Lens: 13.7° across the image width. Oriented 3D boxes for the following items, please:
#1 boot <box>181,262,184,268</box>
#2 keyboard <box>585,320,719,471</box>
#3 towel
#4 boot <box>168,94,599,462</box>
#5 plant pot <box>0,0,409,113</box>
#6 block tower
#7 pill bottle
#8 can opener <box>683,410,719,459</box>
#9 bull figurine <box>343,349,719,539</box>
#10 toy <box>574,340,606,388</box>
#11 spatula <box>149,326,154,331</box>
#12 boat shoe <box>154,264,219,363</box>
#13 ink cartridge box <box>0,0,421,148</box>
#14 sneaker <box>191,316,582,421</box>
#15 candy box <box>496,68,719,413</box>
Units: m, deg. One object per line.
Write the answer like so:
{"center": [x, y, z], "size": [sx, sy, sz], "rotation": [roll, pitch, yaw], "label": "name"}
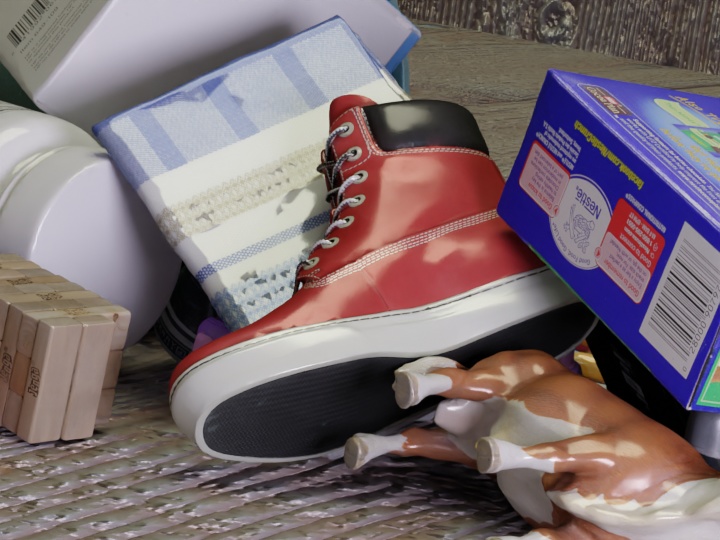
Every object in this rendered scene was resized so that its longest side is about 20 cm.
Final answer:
{"center": [-0.095, -0.016, 1.572], "size": [0.200, 0.070, 0.132], "rotation": [14, 12, 25], "label": "boot"}
{"center": [0.136, 0.033, 1.378], "size": [0.040, 0.104, 0.200], "rotation": [-26, 14, -4], "label": "keyboard"}
{"center": [-0.010, -0.017, 1.342], "size": [0.147, 0.024, 0.200], "rotation": [-26, 65, -25], "label": "towel"}
{"center": [-0.014, -0.005, 1.280], "size": [0.200, 0.072, 0.144], "rotation": [-18, 60, -28], "label": "boot"}
{"center": [-0.102, -0.106, 1.784], "size": [0.196, 0.201, 0.200], "rotation": [5, 7, 29], "label": "plant pot"}
{"center": [-0.182, 0.015, 1.308], "size": [0.054, 0.058, 0.200], "rotation": [-3, 22, -46], "label": "block tower"}
{"center": [-0.185, -0.026, 1.424], "size": [0.200, 0.114, 0.113], "rotation": [18, 14, 42], "label": "pill bottle"}
{"center": [0.221, 0.083, 1.261], "size": [0.200, 0.067, 0.053], "rotation": [3, 11, -31], "label": "can opener"}
{"center": [0.085, 0.078, 1.181], "size": [0.121, 0.065, 0.200], "rotation": [2, 12, -30], "label": "bull figurine"}
{"center": [0.116, 0.027, 1.561], "size": [0.200, 0.047, 0.115], "rotation": [14, 13, 32], "label": "toy"}
{"center": [-0.147, 0.002, 1.556], "size": [0.056, 0.021, 0.200], "rotation": [32, 1, -29], "label": "spatula"}
{"center": [0.000, 0.000, 1.445], "size": [0.200, 0.091, 0.071], "rotation": [-6, 49, -42], "label": "boat shoe"}
{"center": [-0.096, -0.133, 1.531], "size": [0.146, 0.147, 0.200], "rotation": [37, 5, -29], "label": "ink cartridge box"}
{"center": [0.017, 0.024, 1.380], "size": [0.200, 0.089, 0.080], "rotation": [2, 12, -25], "label": "sneaker"}
{"center": [0.184, -0.005, 1.251], "size": [0.200, 0.077, 0.169], "rotation": [6, 26, -31], "label": "candy box"}
